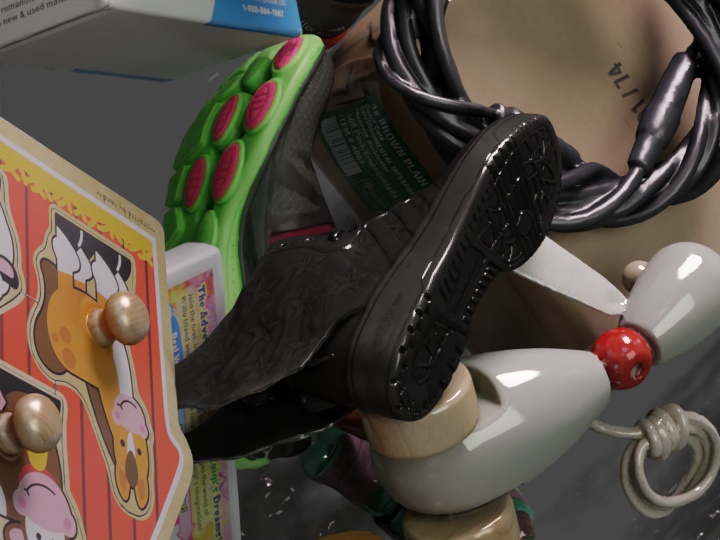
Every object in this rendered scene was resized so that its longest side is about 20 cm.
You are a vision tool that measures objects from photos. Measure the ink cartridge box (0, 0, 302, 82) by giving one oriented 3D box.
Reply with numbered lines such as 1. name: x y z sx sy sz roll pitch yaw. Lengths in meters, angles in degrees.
1. ink cartridge box: -0.112 -0.193 0.960 0.145 0.083 0.202 -1 78 -58

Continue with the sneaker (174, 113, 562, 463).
1. sneaker: 0.001 0.002 0.913 0.200 0.104 0.060 -57 138 -37

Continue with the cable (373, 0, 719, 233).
1. cable: 0.092 -0.097 1.007 0.199 0.051 0.164 -17 97 -31

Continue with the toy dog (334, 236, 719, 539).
1. toy dog: 0.066 0.049 0.970 0.199 0.096 0.133 -12 115 -37

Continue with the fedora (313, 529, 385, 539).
1. fedora: -0.024 0.167 0.893 0.200 0.201 0.082 -22 63 -36

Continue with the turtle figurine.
1. turtle figurine: 0.051 0.155 1.012 0.199 0.101 0.150 31 59 -16

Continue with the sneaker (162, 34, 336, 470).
1. sneaker: -0.042 -0.008 1.004 0.083 0.077 0.202 16 81 -36

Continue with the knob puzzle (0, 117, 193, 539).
1. knob puzzle: -0.110 0.035 0.762 0.220 0.030 0.221 45 34 -43

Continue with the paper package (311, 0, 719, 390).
1. paper package: 0.093 -0.065 1.086 0.200 0.103 0.191 52 56 -14

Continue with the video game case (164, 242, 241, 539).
1. video game case: -0.111 0.109 0.880 0.182 0.024 0.202 -27 120 -51

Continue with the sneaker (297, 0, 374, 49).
1. sneaker: -0.017 -0.210 1.057 0.077 0.082 0.202 -6 83 -35
